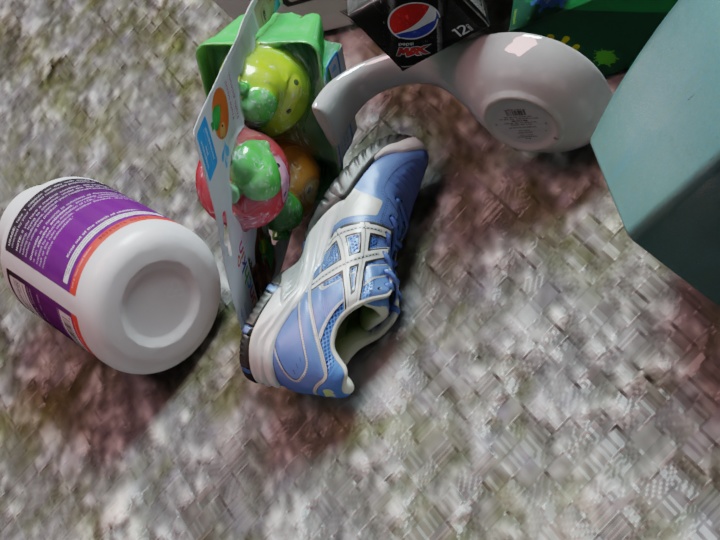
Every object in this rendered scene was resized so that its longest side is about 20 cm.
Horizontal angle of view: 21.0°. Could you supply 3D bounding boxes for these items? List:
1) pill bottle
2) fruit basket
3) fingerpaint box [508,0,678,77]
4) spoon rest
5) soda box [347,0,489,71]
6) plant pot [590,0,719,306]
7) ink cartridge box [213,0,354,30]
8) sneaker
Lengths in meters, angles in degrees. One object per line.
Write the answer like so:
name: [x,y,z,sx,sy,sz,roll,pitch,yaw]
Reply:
pill bottle: [-0.194,-0.003,1.441,0.113,0.112,0.200,-55,37,-6]
fruit basket: [-0.061,-0.075,1.296,0.093,0.186,0.201,-3,38,10]
fingerpaint box: [0.192,-0.239,1.278,0.166,0.073,0.201,-17,48,37]
spoon rest: [0.069,-0.115,1.254,0.199,0.100,0.061,1,52,27]
soda box: [0.032,-0.230,1.265,0.070,0.063,0.201,-25,46,25]
plant pot: [0.235,-0.086,1.059,0.200,0.141,0.142,-41,37,23]
ink cartridge box: [-0.010,-0.269,1.502,0.199,0.084,0.147,-7,55,41]
sneaker: [0.000,0.000,1.289,0.077,0.076,0.201,21,71,25]
